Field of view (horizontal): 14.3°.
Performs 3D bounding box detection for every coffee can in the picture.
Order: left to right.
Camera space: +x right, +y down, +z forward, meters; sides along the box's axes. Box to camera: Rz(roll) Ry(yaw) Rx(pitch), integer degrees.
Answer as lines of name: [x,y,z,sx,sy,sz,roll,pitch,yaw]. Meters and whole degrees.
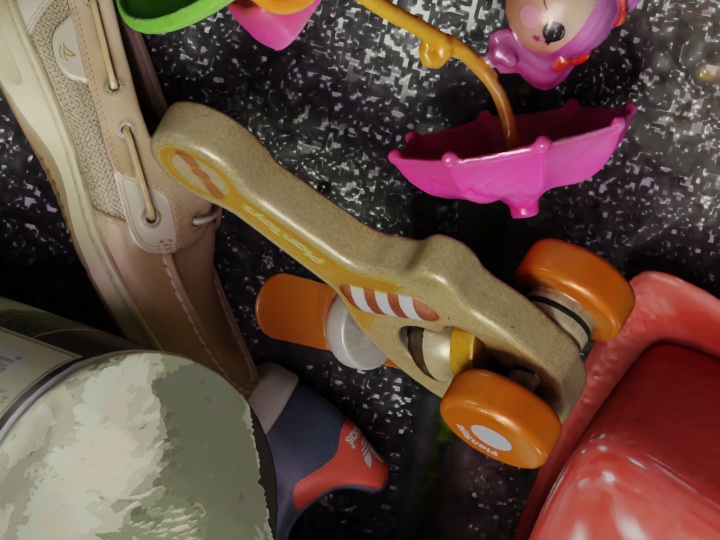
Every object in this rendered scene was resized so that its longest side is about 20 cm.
coffee can: [-0.150,0.082,1.120,0.200,0.146,0.147,16,124,47]

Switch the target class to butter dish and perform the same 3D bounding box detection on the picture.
butter dish: [0.131,0.138,1.120,0.199,0.148,0.200,33,125,20]

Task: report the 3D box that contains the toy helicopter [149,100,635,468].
toy helicopter: [0.000,0.000,1.123,0.200,0.132,0.079,36,70,-13]

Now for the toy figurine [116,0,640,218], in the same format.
toy figurine: [0.039,-0.113,1.093,0.184,0.150,0.200,41,87,-25]

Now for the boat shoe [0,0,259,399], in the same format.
boat shoe: [-0.084,-0.034,1.144,0.064,0.071,0.200,-26,98,9]

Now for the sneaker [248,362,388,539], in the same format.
sneaker: [-0.058,0.139,1.223,0.084,0.075,0.200,32,113,-2]
